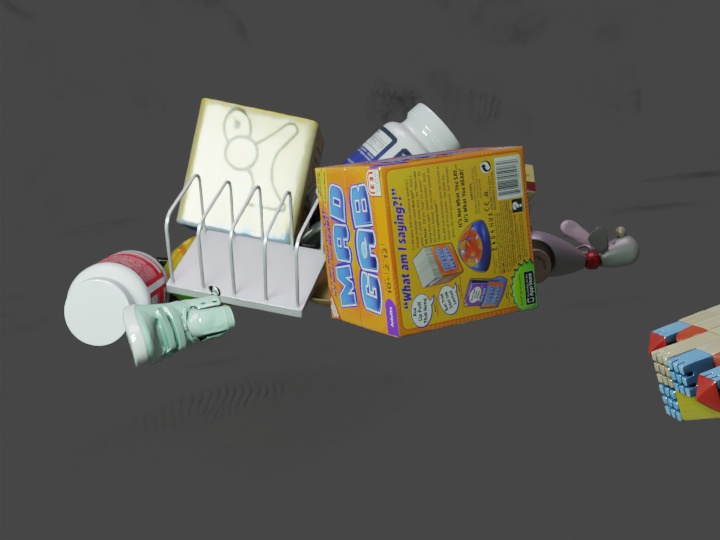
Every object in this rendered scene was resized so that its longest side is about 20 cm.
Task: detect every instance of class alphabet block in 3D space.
[{"bbox_3d":[-0.172,-0.147,1.769,0.193,0.202,0.196,13,-3,0],"label":"alphabet block"}]

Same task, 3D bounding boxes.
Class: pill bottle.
[{"bbox_3d":[-0.327,0.040,1.468,0.111,0.113,0.200,-7,7,2],"label":"pill bottle"},{"bbox_3d":[0.043,-0.139,1.569,0.200,0.116,0.116,-42,9,1],"label":"pill bottle"}]

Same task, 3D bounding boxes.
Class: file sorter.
[{"bbox_3d":[-0.156,-0.041,1.521,0.198,0.125,0.139,11,39,10],"label":"file sorter"}]

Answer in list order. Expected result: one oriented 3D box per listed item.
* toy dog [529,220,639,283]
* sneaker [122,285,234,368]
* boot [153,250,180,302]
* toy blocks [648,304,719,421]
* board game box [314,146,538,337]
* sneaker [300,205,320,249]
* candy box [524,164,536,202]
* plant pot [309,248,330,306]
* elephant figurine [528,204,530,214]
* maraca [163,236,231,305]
[{"bbox_3d":[0.293,-0.043,1.565,0.199,0.097,0.132,-12,9,-30],"label":"toy dog"},{"bbox_3d":[-0.216,0.063,1.324,0.117,0.074,0.200,-13,5,1],"label":"sneaker"},{"bbox_3d":[-0.325,0.009,1.804,0.157,0.080,0.211,-10,9,-24],"label":"boot"},{"bbox_3d":[0.290,0.071,0.837,0.136,0.101,0.200,-19,10,-8],"label":"toy blocks"},{"bbox_3d":[0.079,-0.043,1.379,0.198,0.202,0.200,-10,9,-24],"label":"board game box"},{"bbox_3d":[-0.063,-0.076,1.802,0.075,0.117,0.200,3,-19,-6],"label":"sneaker"},{"bbox_3d":[0.193,-0.101,1.774,0.114,0.056,0.200,6,-31,-13],"label":"candy box"},{"bbox_3d":[0.000,0.000,1.584,0.198,0.028,0.201,-14,27,7],"label":"plant pot"},{"bbox_3d":[0.204,-0.055,1.681,0.198,0.142,0.156,7,33,-17],"label":"elephant figurine"},{"bbox_3d":[-0.202,0.000,1.652,0.198,0.108,0.138,0,42,9],"label":"maraca"}]
